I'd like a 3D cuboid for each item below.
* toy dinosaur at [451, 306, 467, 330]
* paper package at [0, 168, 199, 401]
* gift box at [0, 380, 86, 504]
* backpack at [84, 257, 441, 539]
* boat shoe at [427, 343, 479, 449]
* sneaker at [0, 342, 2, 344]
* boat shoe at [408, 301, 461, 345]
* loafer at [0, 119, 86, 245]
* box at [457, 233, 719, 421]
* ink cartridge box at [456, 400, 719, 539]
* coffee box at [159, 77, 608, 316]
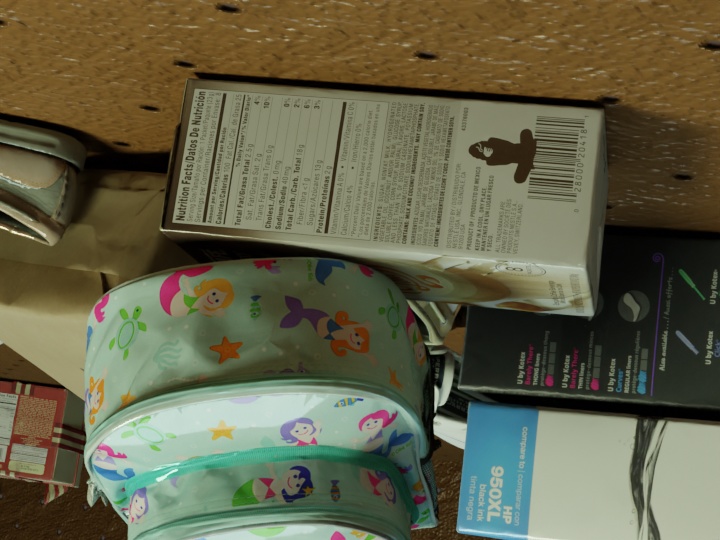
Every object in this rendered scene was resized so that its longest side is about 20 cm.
[{"bbox_3d":[0.084,0.020,1.098,0.106,0.061,0.200,-1,-175,-26],"label":"toy dinosaur"},{"bbox_3d":[-0.125,0.031,0.945,0.190,0.104,0.200,7,152,44],"label":"paper package"},{"bbox_3d":[-0.578,0.295,2.640,0.184,0.201,0.187,11,171,7],"label":"gift box"},{"bbox_3d":[-0.048,0.081,0.753,0.177,0.151,0.200,-5,145,2],"label":"backpack"},{"bbox_3d":[0.041,0.072,1.063,0.200,0.074,0.067,20,156,-33],"label":"boat shoe"},{"bbox_3d":[-0.412,0.025,1.410,0.200,0.073,0.114,2,165,27],"label":"sneaker"},{"bbox_3d":[0.000,0.000,0.973,0.075,0.069,0.200,-3,165,45],"label":"boat shoe"},{"bbox_3d":[-0.257,-0.059,0.856,0.199,0.063,0.072,9,169,-6],"label":"loafer"},{"bbox_3d":[0.175,0.040,0.954,0.199,0.106,0.122,3,169,20],"label":"box"},{"bbox_3d":[0.177,0.135,0.936,0.199,0.085,0.145,3,170,24],"label":"ink cartridge box"},{"bbox_3d":[0.017,-0.034,0.747,0.199,0.080,0.114,5,168,12],"label":"coffee box"}]
